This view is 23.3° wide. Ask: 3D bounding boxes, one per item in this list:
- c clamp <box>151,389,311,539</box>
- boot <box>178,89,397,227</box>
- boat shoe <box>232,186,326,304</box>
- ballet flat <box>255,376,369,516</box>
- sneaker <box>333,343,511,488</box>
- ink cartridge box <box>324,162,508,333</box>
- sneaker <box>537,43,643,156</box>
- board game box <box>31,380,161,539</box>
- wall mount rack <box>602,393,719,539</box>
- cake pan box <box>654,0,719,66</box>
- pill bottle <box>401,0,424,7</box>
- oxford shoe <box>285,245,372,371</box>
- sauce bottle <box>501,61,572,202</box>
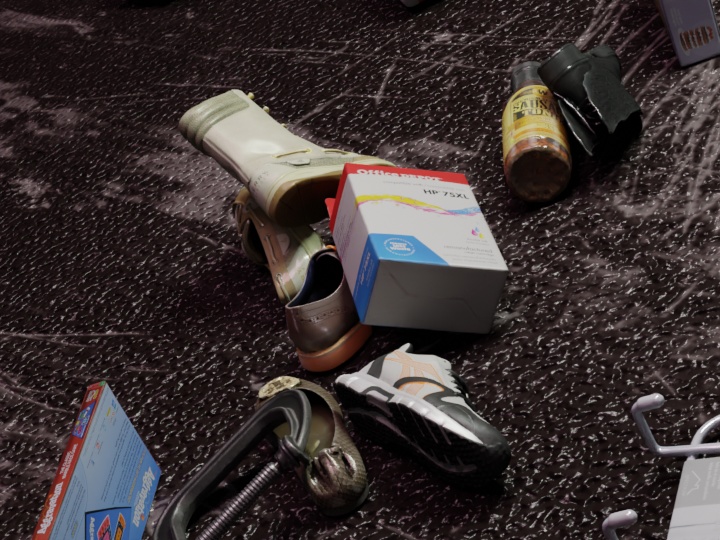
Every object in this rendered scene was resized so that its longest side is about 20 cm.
[{"bbox_3d":[-0.101,0.179,1.346,0.200,0.027,0.171,-48,18,-3],"label":"c clamp"},{"bbox_3d":[-0.064,-0.109,1.658,0.154,0.073,0.199,39,26,26],"label":"boot"},{"bbox_3d":[-0.087,-0.025,1.670,0.063,0.074,0.201,-28,35,-13],"label":"boat shoe"},{"bbox_3d":[-0.043,0.128,1.399,0.067,0.047,0.200,-28,28,-4],"label":"ballet flat"},{"bbox_3d":[0.057,0.101,1.335,0.080,0.074,0.200,-34,29,-19],"label":"sneaker"},{"bbox_3d":[0.043,-0.031,1.501,0.115,0.068,0.201,5,32,-16],"label":"ink cartridge box"},{"bbox_3d":[0.224,-0.158,1.638,0.060,0.105,0.199,-43,-14,21],"label":"sneaker"},{"bbox_3d":[-0.206,0.187,1.377,0.019,0.103,0.201,-19,29,18],"label":"board game box"},{"bbox_3d":[0.250,0.131,1.121,0.172,0.075,0.201,-10,33,27],"label":"wall mount rack"},{"bbox_3d":[0.298,-0.328,1.718,0.052,0.201,0.185,-19,31,8],"label":"cake pan box"},{"bbox_3d":[0.118,-0.412,2.092,0.199,0.120,0.120,-28,28,-2],"label":"pill bottle"},{"bbox_3d":[0.000,0.000,1.550,0.071,0.073,0.200,-4,35,36],"label":"oxford shoe"},{"bbox_3d":[0.163,-0.138,1.654,0.065,0.066,0.201,-19,30,13],"label":"sauce bottle"}]
